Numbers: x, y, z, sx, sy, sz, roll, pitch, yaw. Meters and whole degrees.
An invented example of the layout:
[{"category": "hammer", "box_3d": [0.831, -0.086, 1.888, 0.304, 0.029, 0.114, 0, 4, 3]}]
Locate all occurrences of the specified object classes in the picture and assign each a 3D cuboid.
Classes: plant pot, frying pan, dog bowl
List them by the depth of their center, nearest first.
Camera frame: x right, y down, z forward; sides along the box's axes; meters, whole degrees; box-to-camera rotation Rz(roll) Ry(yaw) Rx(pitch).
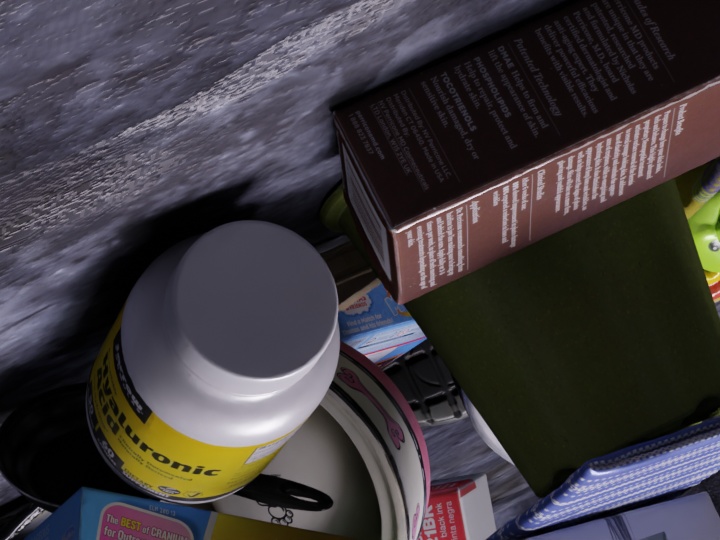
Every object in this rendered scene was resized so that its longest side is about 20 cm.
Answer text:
[{"category": "plant pot", "box_3d": [0.109, 0.012, 1.389, 0.200, 0.190, 0.200, -25, 170, -5]}, {"category": "frying pan", "box_3d": [-0.109, 0.103, 1.463, 0.190, 0.115, 0.031, 2, 125, 0]}, {"category": "dog bowl", "box_3d": [-0.045, 0.124, 1.585, 0.200, 0.200, 0.074, -33, -178, 34]}]

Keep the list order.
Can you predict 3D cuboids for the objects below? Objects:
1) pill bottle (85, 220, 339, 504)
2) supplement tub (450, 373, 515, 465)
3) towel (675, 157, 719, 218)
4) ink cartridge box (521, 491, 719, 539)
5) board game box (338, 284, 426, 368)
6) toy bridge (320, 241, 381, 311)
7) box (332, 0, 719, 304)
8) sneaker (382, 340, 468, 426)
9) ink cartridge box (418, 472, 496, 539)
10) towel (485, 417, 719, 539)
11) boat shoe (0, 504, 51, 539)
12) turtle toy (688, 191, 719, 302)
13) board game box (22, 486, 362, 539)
[{"category": "pill bottle", "box_3d": [-0.073, 0.044, 1.335, 0.111, 0.111, 0.200, -22, 168, -21]}, {"category": "supplement tub", "box_3d": [0.121, 0.059, 1.737, 0.122, 0.123, 0.200, -26, -173, 0]}, {"category": "towel", "box_3d": [0.219, -0.101, 1.404, 0.144, 0.023, 0.200, -54, 178, -16]}, {"category": "ink cartridge box", "box_3d": [0.093, 0.195, 1.390, 0.200, 0.084, 0.145, -8, 160, -46]}, {"category": "board game box", "box_3d": [-0.037, 0.062, 1.697, 0.200, 0.037, 0.151, -36, 166, 37]}, {"category": "toy bridge", "box_3d": [0.000, 0.000, 1.514, 0.200, 0.027, 0.067, -15, 164, -46]}, {"category": "box", "box_3d": [0.091, -0.069, 1.250, 0.200, 0.075, 0.100, -23, 159, -7]}, {"category": "sneaker", "box_3d": [0.091, 0.059, 1.882, 0.200, 0.075, 0.079, -24, 173, -5]}, {"category": "ink cartridge box", "box_3d": [-0.015, 0.193, 1.723, 0.200, 0.084, 0.144, -11, 178, 9]}, {"category": "towel", "box_3d": [0.133, 0.111, 1.363, 0.145, 0.024, 0.200, -17, 165, -27]}, {"category": "boat shoe", "box_3d": [-0.179, 0.172, 1.788, 0.199, 0.075, 0.066, -18, -176, 5]}, {"category": "turtle toy", "box_3d": [0.206, -0.032, 1.639, 0.146, 0.101, 0.200, -25, 169, -7]}, {"category": "board game box", "box_3d": [-0.092, 0.181, 1.465, 0.200, 0.040, 0.153, 14, 151, -24]}]
